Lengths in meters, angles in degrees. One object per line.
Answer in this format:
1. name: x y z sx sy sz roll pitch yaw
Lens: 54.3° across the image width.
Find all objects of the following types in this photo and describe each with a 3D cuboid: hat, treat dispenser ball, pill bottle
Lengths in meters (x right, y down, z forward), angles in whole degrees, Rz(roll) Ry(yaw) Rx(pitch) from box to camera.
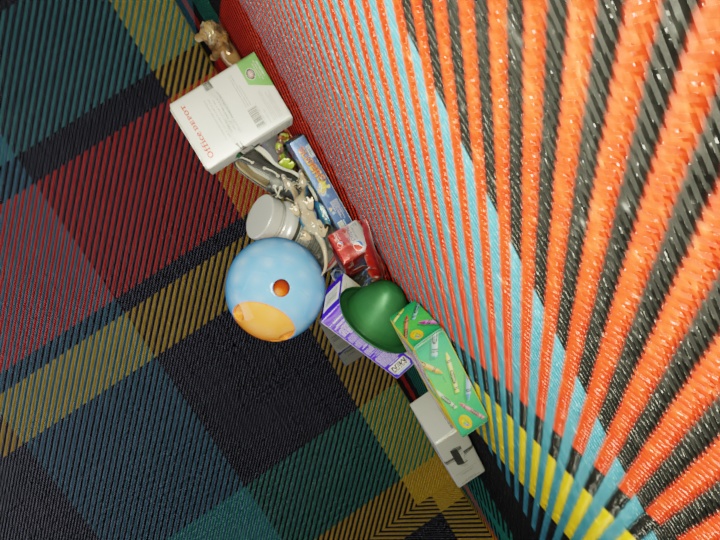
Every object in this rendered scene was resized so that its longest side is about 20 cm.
1. hat: 0.066 0.031 1.271 0.198 0.177 0.167 2 -137 -48
2. treat dispenser ball: -0.168 0.037 1.383 0.203 0.199 0.201 57 176 7
3. pill bottle: -0.140 -0.079 1.503 0.198 0.115 0.114 25 -161 -39

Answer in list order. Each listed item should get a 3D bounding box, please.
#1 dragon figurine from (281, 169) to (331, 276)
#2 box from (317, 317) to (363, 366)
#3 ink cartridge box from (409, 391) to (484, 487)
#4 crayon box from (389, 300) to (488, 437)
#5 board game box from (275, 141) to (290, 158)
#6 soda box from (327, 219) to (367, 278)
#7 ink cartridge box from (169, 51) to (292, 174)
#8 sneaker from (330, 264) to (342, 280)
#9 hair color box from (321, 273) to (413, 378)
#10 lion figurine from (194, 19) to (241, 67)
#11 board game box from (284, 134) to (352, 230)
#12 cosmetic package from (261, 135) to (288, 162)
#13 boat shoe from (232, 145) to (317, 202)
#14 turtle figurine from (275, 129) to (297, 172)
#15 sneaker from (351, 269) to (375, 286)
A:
1. dragon figurine: -0.094 -0.099 1.352 0.203 0.058 0.100 63 -172 -13
2. box: -0.040 0.240 2.768 0.201 0.182 0.106 54 174 42
3. ink cartridge box: 0.211 0.405 1.708 0.145 0.083 0.202 54 173 51
4. crayon box: 0.130 0.162 1.162 0.202 0.058 0.119 61 175 -26
5. board game box: -0.150 -0.230 1.872 0.202 0.026 0.200 58 175 17
6. soda box: -0.017 -0.038 1.385 0.064 0.069 0.200 59 176 9
7. ink cartridge box: -0.252 -0.305 1.381 0.148 0.198 0.084 58 175 -3
8. sneaker: -0.022 0.024 1.812 0.077 0.076 0.200 61 174 -18
9. hair color box: 0.020 0.109 1.381 0.199 0.065 0.110 39 -154 -19
10. lion figurine: -0.306 -0.496 1.659 0.200 0.073 0.122 45 168 -12
11. board game box: -0.086 -0.179 1.430 0.202 0.034 0.135 60 176 -15
12. cosmetic package: -0.278 -0.409 1.947 0.202 0.051 0.151 62 176 -36
13. boat shoe: -0.174 -0.183 1.431 0.199 0.060 0.074 40 147 10
14. turtle figurine: -0.162 -0.228 1.546 0.162 0.063 0.204 -108 0 -71
15. sneaker: 0.000 0.000 1.539 0.079 0.075 0.202 50 -169 -46
